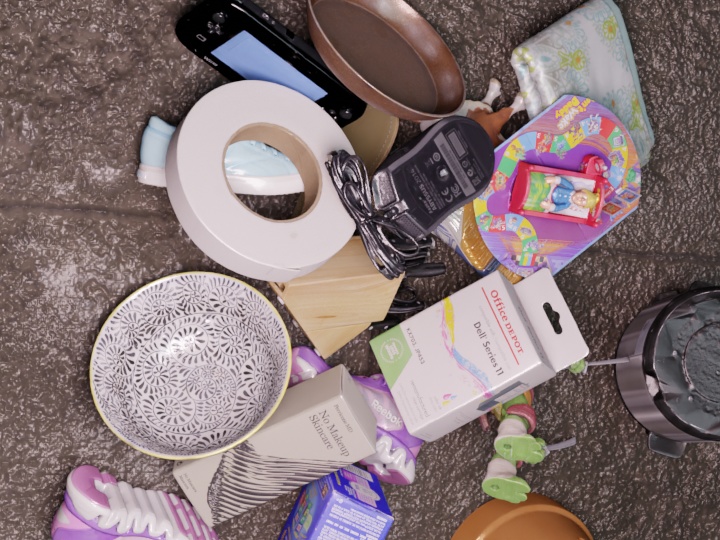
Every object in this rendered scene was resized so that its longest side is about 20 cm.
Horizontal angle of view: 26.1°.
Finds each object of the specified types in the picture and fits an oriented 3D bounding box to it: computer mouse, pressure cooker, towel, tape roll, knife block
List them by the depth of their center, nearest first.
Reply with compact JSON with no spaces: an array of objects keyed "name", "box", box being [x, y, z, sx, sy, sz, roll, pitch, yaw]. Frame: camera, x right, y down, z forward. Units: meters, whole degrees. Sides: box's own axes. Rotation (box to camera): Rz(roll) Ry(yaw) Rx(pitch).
[{"name":"tape roll","box":[-0.092,-0.088,1.510,0.202,0.037,0.204,12,63,-25]},{"name":"computer mouse","box":[0.053,-0.089,1.558,0.200,0.053,0.139,-33,100,-33]},{"name":"knife block","box":[0.000,0.000,1.600,0.175,0.064,0.200,-38,146,-5]},{"name":"towel","box":[0.251,-0.182,1.705,0.171,0.048,0.201,-37,114,-42]},{"name":"pressure cooker","box":[0.383,0.108,1.772,0.175,0.200,0.179,-29,87,-9]}]

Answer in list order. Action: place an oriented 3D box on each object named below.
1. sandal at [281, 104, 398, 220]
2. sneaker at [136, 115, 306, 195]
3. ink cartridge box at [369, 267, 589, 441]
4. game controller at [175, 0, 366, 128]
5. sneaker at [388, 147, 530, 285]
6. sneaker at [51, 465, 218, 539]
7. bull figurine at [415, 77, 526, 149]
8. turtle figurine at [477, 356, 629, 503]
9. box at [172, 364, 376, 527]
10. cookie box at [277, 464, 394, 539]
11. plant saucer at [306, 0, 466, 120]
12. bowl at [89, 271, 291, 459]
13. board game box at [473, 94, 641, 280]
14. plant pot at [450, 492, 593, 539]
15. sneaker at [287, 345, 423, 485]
[{"name":"sandal","box":[-0.018,-0.077,1.636,0.212,0.078,0.070,-57,146,1]},{"name":"sneaker","box":[-0.123,-0.121,1.559,0.199,0.074,0.082,1,102,-22]},{"name":"ink cartridge box","box":[0.124,0.081,1.622,0.199,0.117,0.067,-30,157,12]},{"name":"game controller","box":[-0.089,-0.204,1.551,0.200,0.104,0.042,35,48,-25]},{"name":"sneaker","box":[0.101,-0.062,1.668,0.200,0.088,0.075,46,74,-18]},{"name":"sneaker","box":[-0.232,0.271,1.577,0.200,0.081,0.089,28,107,-34]},{"name":"bull figurine","box":[0.141,-0.133,1.687,0.121,0.065,0.200,-44,119,-19]},{"name":"turtle figurine","box":[0.205,0.159,1.696,0.200,0.144,0.194,41,38,-17]},{"name":"box","box":[-0.087,0.180,1.588,0.199,0.068,0.082,-26,112,13]},{"name":"cookie box","box":[-0.048,0.308,1.607,0.075,0.171,0.201,26,94,-8]},{"name":"plant saucer","box":[0.020,-0.222,1.572,0.200,0.201,0.034,28,126,-26]},{"name":"bowl","box":[-0.164,0.111,1.556,0.200,0.201,0.094,-38,156,-14]},{"name":"board game box","box":[0.216,-0.085,1.632,0.200,0.039,0.158,-38,112,-10]},{"name":"plant pot","box":[0.206,0.368,1.764,0.199,0.140,0.201,-4,100,-23]},{"name":"sneaker","box":[-0.001,0.141,1.668,0.200,0.080,0.089,44,65,-20]}]
